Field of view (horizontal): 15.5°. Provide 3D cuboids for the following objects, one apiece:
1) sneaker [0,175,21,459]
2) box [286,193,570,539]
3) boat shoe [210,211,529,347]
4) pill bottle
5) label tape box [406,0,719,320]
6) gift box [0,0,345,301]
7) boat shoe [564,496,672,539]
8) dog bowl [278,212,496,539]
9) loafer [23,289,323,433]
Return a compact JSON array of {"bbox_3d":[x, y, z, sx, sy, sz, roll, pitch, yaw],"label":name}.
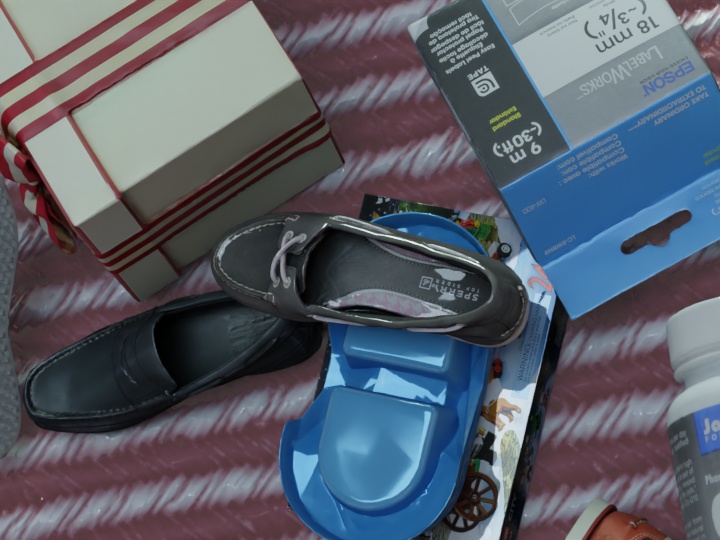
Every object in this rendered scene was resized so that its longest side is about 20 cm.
[{"bbox_3d":[-0.274,0.016,1.654,0.114,0.072,0.201,18,112,43],"label":"sneaker"},{"bbox_3d":[0.046,0.063,1.596,0.136,0.038,0.201,10,81,19],"label":"box"},{"bbox_3d":[0.000,0.000,1.521,0.199,0.057,0.067,11,80,20],"label":"boat shoe"},{"bbox_3d":[0.234,0.118,1.483,0.113,0.114,0.201,-13,74,14],"label":"pill bottle"},{"bbox_3d":[0.137,-0.094,1.565,0.144,0.063,0.200,-29,60,1],"label":"label tape box"},{"bbox_3d":[-0.143,-0.110,1.626,0.186,0.185,0.200,-34,66,-2],"label":"gift box"},{"bbox_3d":[0.115,0.229,1.522,0.062,0.071,0.200,29,83,18],"label":"boat shoe"},{"bbox_3d":[0.023,0.068,1.555,0.111,0.050,0.201,10,80,20],"label":"dog bowl"},{"bbox_3d":[-0.122,0.050,1.634,0.200,0.070,0.068,-17,72,13],"label":"loafer"}]
